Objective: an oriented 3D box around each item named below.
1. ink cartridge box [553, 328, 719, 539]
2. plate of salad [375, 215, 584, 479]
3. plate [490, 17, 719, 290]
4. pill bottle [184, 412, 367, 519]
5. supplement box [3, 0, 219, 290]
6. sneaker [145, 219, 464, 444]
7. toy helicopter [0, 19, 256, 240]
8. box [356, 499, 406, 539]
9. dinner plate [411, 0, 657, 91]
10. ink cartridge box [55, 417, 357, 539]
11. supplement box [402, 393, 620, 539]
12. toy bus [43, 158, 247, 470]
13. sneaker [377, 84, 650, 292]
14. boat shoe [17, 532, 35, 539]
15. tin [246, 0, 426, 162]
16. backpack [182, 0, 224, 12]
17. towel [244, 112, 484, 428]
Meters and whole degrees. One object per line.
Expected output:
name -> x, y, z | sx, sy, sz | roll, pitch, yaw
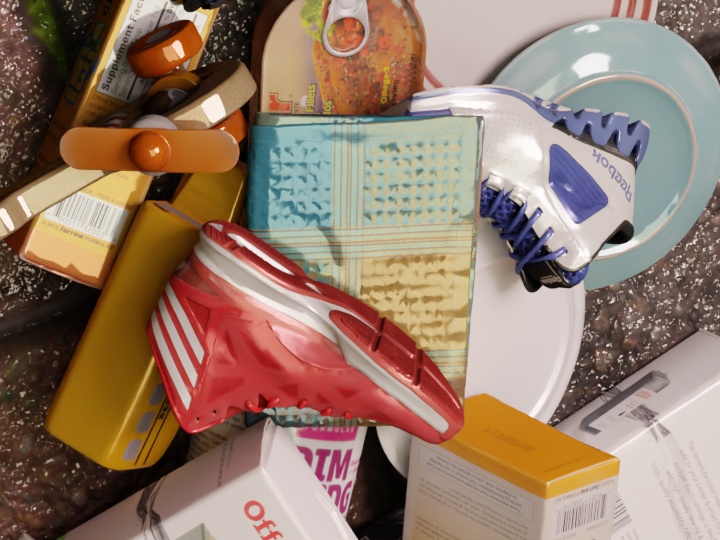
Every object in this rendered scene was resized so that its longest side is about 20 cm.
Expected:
ink cartridge box -> 0.208, 0.158, 1.772 | 0.199, 0.085, 0.146 | -31, 112, -9
plate of salad -> 0.076, 0.050, 1.685 | 0.199, 0.048, 0.201 | -19, 120, -37
plate -> 0.163, -0.073, 1.709 | 0.199, 0.026, 0.201 | -8, 118, -16
pill bottle -> -0.053, 0.105, 1.643 | 0.113, 0.113, 0.201 | 9, 100, -22
supplement box -> -0.156, -0.095, 1.580 | 0.068, 0.067, 0.201 | 23, 94, -21
sneaker -> -0.042, 0.067, 1.530 | 0.200, 0.078, 0.116 | 37, 105, -3
toy helicopter -> -0.149, -0.065, 1.482 | 0.199, 0.132, 0.079 | -31, 110, -9
box -> 0.026, 0.281, 1.738 | 0.160, 0.043, 0.201 | -33, 113, -25
dinner plate -> 0.103, -0.176, 1.663 | 0.199, 0.024, 0.201 | -8, 120, -15
ink cartridge box -> -0.102, 0.208, 1.560 | 0.199, 0.084, 0.146 | -30, 104, 11
supplement box -> 0.093, 0.198, 1.641 | 0.073, 0.126, 0.201 | -14, 118, -41
toy bus -> -0.122, 0.022, 1.579 | 0.201, 0.065, 0.078 | -65, 157, 10
sneaker -> 0.104, -0.048, 1.604 | 0.198, 0.080, 0.116 | 6, 72, -28
boat shoe -> -0.180, 0.259, 1.658 | 0.062, 0.073, 0.200 | -39, 119, -11
tin -> -0.019, -0.102, 1.624 | 0.111, 0.042, 0.201 | -7, 120, -22
backpack -> -0.070, -0.270, 1.471 | 0.134, 0.200, 0.183 | 34, 60, -23
towel -> 0.000, 0.000, 1.559 | 0.146, 0.022, 0.201 | 0, 105, -7
